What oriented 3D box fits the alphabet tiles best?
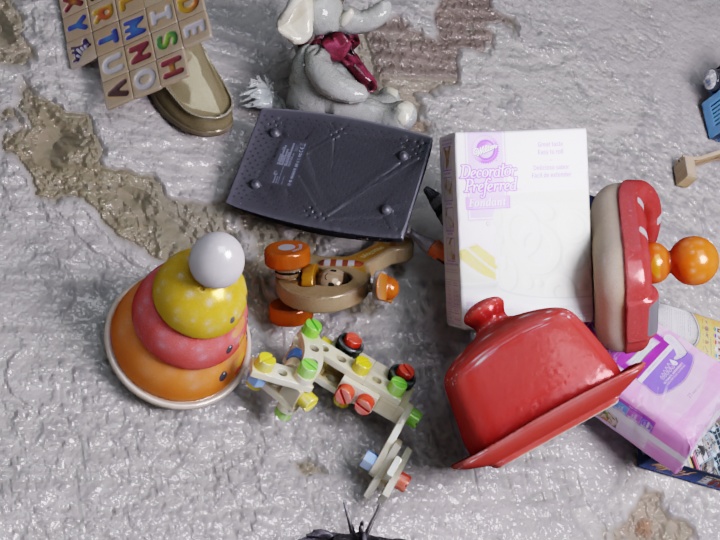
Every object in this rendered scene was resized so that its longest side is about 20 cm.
[{"bbox_3d":[-0.247,-0.277,1.203,0.166,0.008,0.201,-20,68,12],"label":"alphabet tiles"}]

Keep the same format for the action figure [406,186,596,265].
[{"bbox_3d":[0.162,-0.033,1.231,0.200,0.105,0.194,-46,110,-10],"label":"action figure"}]

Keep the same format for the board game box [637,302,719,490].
[{"bbox_3d":[0.385,0.144,1.278,0.135,0.035,0.201,17,57,-13],"label":"board game box"}]

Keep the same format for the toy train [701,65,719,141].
[{"bbox_3d":[0.562,-0.232,1.535,0.198,0.087,0.115,3,71,-24],"label":"toy train"}]

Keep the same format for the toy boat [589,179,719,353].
[{"bbox_3d":[0.308,-0.010,1.165,0.130,0.131,0.201,-2,39,11],"label":"toy boat"}]

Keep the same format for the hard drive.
[{"bbox_3d":[-0.031,-0.098,1.181,0.198,0.042,0.136,12,68,16],"label":"hard drive"}]

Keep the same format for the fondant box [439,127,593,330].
[{"bbox_3d":[0.161,-0.044,1.151,0.143,0.058,0.202,-3,92,-11],"label":"fondant box"}]

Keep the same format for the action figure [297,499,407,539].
[{"bbox_3d":[-0.006,0.304,0.992,0.118,0.103,0.201,12,32,-7],"label":"action figure"}]

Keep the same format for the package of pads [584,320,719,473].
[{"bbox_3d":[0.299,0.113,1.202,0.200,0.076,0.120,36,53,25],"label":"package of pads"}]

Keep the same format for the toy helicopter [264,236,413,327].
[{"bbox_3d":[0.000,0.000,1.157,0.132,0.080,0.200,11,24,33],"label":"toy helicopter"}]

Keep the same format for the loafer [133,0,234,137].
[{"bbox_3d":[-0.205,-0.234,1.223,0.076,0.068,0.200,-30,76,-31],"label":"loafer"}]

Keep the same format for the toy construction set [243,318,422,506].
[{"bbox_3d":[-0.014,0.128,1.087,0.200,0.092,0.131,43,31,-4],"label":"toy construction set"}]

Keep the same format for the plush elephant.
[{"bbox_3d":[-0.029,-0.249,1.242,0.198,0.156,0.165,8,14,-1],"label":"plush elephant"}]

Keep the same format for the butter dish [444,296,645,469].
[{"bbox_3d":[0.150,0.095,1.070,0.198,0.200,0.149,-28,79,0],"label":"butter dish"}]

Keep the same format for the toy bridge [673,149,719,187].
[{"bbox_3d":[0.508,-0.126,1.484,0.198,0.027,0.068,11,58,-17],"label":"toy bridge"}]

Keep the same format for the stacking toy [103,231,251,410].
[{"bbox_3d":[-0.151,0.030,1.019,0.145,0.200,0.147,10,60,-17],"label":"stacking toy"}]
